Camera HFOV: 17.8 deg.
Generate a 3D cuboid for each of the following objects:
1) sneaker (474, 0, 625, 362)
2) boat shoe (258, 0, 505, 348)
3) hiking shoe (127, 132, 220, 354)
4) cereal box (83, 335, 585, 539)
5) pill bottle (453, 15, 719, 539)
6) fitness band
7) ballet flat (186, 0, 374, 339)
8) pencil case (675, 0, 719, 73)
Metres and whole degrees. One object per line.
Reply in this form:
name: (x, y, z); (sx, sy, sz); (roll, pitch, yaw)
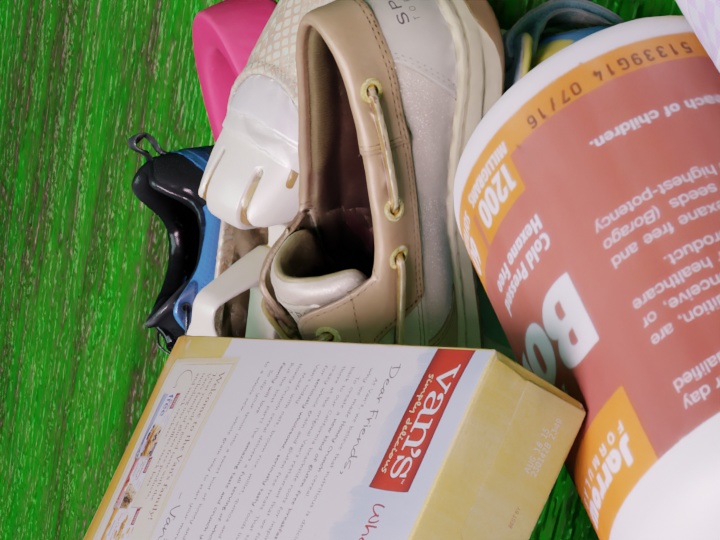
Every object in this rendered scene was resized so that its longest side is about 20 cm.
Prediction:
sneaker: (0.049, -0.071, 0.814); (0.201, 0.079, 0.131); (64, 146, 29)
boat shoe: (0.000, 0.000, 0.770); (0.074, 0.066, 0.201); (33, 125, 55)
hiking shoe: (-0.056, 0.038, 1.033); (0.074, 0.086, 0.201); (142, 122, -61)
cereal box: (-0.028, 0.091, 0.681); (0.200, 0.039, 0.144); (1, 62, 61)
pill bottle: (0.108, 0.033, 0.650); (0.112, 0.112, 0.201); (113, 145, -43)
fitness band: (-0.019, -0.015, 0.935); (0.144, 0.037, 0.201); (170, 80, -80)
ballet flat: (-0.030, -0.009, 0.825); (0.067, 0.062, 0.201); (27, 122, 40)
pencil case: (0.114, -0.119, 0.658); (0.091, 0.083, 0.200); (-65, 36, 36)
